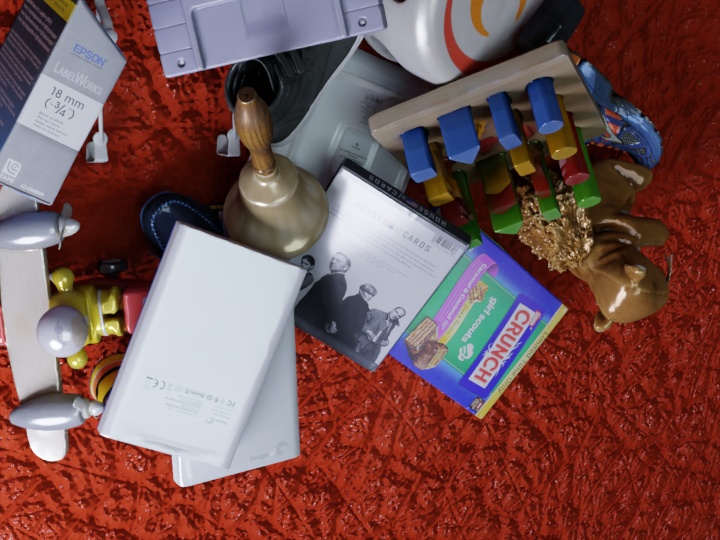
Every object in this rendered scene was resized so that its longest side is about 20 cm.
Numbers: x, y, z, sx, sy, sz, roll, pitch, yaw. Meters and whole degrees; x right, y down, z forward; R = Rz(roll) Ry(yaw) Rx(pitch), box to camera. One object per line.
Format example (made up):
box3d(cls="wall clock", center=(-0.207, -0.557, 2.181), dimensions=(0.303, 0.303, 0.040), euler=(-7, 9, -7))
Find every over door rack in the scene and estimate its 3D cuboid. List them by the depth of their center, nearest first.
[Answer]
box3d(cls="over door rack", center=(-0.170, -0.190, 1.034), dimensions=(0.146, 0.067, 0.203), euler=(-5, 115, -26))

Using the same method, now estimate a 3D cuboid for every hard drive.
box3d(cls="hard drive", center=(-0.144, 0.071, 1.041), dimensions=(0.131, 0.025, 0.203), euler=(20, 94, -27))
box3d(cls="hard drive", center=(-0.123, 0.096, 1.093), dimensions=(0.130, 0.026, 0.203), euler=(-10, 107, -29))

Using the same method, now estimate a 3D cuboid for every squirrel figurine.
box3d(cls="squirrel figurine", center=(0.251, -0.025, 1.260), dimensions=(0.197, 0.188, 0.142), euler=(16, 130, -23))

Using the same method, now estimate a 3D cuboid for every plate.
box3d(cls="plate", center=(-0.013, -0.122, 1.164), dimensions=(0.198, 0.032, 0.203), euler=(16, 100, -36))

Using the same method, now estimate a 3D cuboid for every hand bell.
box3d(cls="hand bell", center=(-0.084, -0.099, 1.002), dimensions=(0.103, 0.105, 0.201), euler=(-32, 158, -12))

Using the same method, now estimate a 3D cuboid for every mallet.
box3d(cls="mallet", center=(0.201, -0.191, 1.128), dimensions=(0.066, 0.041, 0.200), euler=(-48, 147, -11))

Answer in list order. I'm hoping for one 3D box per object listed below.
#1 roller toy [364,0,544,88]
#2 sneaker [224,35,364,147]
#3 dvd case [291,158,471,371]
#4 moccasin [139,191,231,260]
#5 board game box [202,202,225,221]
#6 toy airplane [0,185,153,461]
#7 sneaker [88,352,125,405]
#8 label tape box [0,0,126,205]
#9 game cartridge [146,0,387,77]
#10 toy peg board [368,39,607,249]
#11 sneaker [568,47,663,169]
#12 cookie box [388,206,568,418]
box3d(cls="roller toy", center=(0.087, -0.277, 1.091), dimensions=(0.181, 0.139, 0.202), euler=(-29, 132, -24))
box3d(cls="sneaker", center=(-0.053, -0.207, 1.020), dimensions=(0.202, 0.070, 0.099), euler=(-61, 166, 8))
box3d(cls="dvd case", center=(0.000, 0.000, 1.156), dimensions=(0.149, 0.025, 0.201), euler=(31, 125, -6))
box3d(cls="moccasin", center=(-0.133, 0.000, 1.116), dimensions=(0.081, 0.068, 0.200), euler=(-46, 124, -2))
box3d(cls="board game box", center=(-0.156, 0.029, 1.174), dimensions=(0.103, 0.023, 0.203), euler=(-9, 117, -28))
box3d(cls="toy airplane", center=(-0.290, 0.045, 1.030), dimensions=(0.200, 0.141, 0.200), euler=(41, 82, -23))
box3d(cls="sneaker", center=(-0.166, 0.120, 1.140), dimensions=(0.197, 0.090, 0.071), euler=(-6, 115, -24))
box3d(cls="label tape box", center=(-0.253, -0.175, 0.946), dimensions=(0.063, 0.144, 0.202), euler=(24, 100, -34))
box3d(cls="game cartridge", center=(-0.085, -0.245, 0.946), dimensions=(0.197, 0.038, 0.132), euler=(-10, 107, 12))
box3d(cls="toy peg board", center=(0.140, -0.108, 1.119), dimensions=(0.198, 0.099, 0.199), euler=(-20, 159, 17))
box3d(cls="sneaker", center=(0.268, -0.172, 1.294), dimensions=(0.199, 0.076, 0.079), euler=(36, 103, -28))
box3d(cls="cookie box", center=(0.115, 0.049, 1.301), dimensions=(0.199, 0.075, 0.172), euler=(36, 93, -36))
